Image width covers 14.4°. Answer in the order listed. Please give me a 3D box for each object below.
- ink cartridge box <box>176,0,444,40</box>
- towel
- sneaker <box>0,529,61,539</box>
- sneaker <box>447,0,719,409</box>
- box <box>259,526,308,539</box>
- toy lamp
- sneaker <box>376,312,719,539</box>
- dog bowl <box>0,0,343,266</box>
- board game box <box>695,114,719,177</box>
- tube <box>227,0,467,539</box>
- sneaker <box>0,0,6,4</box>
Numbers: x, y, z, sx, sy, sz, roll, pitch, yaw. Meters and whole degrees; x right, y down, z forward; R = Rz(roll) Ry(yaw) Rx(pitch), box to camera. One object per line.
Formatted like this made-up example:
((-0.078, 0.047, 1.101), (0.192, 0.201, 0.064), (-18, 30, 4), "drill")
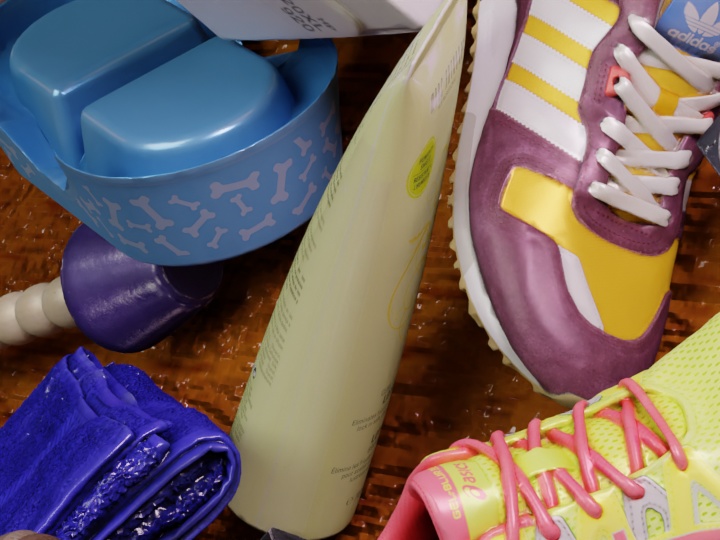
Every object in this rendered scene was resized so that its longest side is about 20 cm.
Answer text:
((-0.016, -0.201, 1.000), (0.145, 0.147, 0.200), (4, 60, 60), "ink cartridge box")
((-0.119, 0.092, 1.006), (0.148, 0.050, 0.200), (-43, 11, -6), "towel")
((-0.077, 0.170, 0.829), (0.075, 0.070, 0.200), (-13, 63, 24), "sneaker")
((0.083, -0.054, 0.909), (0.090, 0.075, 0.200), (-30, 50, 45), "sneaker")
((-0.049, 0.221, 0.944), (0.200, 0.047, 0.193), (-49, 38, 22), "box")
((-0.130, 0.015, 1.141), (0.200, 0.058, 0.058), (-15, 60, 44), "toy lamp")
((0.059, 0.075, 0.845), (0.200, 0.090, 0.078), (-44, 40, 10), "sneaker")
((-0.079, -0.061, 1.090), (0.111, 0.050, 0.200), (-30, 33, -19), "dog bowl")
((0.188, -0.023, 0.798), (0.136, 0.035, 0.200), (-51, 40, 19), "board game box")
((0.000, 0.000, 0.938), (0.058, 0.052, 0.200), (54, 136, 44), "tube")
((-0.216, -0.148, 1.321), (0.200, 0.075, 0.115), (-38, 44, 24), "sneaker")
